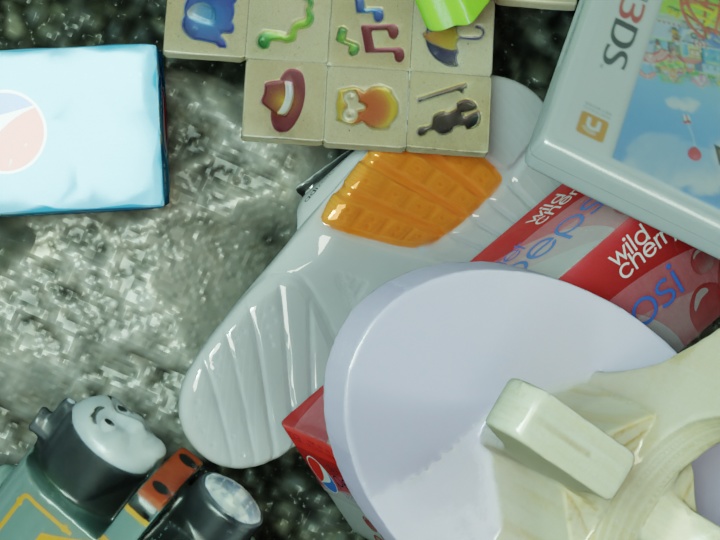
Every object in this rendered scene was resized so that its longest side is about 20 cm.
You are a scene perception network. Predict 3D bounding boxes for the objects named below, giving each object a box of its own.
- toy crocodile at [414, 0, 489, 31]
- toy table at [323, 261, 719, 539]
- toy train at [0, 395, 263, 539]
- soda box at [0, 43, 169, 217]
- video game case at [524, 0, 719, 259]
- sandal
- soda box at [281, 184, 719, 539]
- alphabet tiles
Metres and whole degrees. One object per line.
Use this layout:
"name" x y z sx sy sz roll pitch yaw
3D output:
"toy crocodile" 0.075 -0.180 1.161 0.062 0.068 0.200 22 69 34
"toy table" 0.092 0.082 1.073 0.200 0.117 0.184 21 90 -30
"toy train" -0.126 0.142 1.164 0.114 0.085 0.200 39 113 1
"soda box" -0.179 -0.054 1.185 0.199 0.064 0.068 -3 92 -1
"video game case" 0.179 -0.070 1.158 0.199 0.022 0.182 25 54 -6
"sandal" -0.005 -0.006 1.186 0.207 0.059 0.079 -42 113 -15
"soda box" 0.070 0.028 1.157 0.200 0.070 0.064 -41 114 -16
"alphabet tiles" 0.007 -0.143 1.182 0.166 0.008 0.201 4 72 -2
